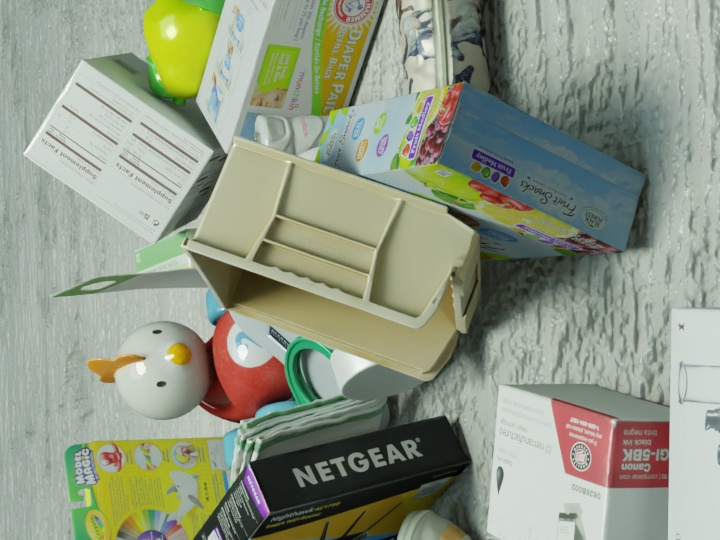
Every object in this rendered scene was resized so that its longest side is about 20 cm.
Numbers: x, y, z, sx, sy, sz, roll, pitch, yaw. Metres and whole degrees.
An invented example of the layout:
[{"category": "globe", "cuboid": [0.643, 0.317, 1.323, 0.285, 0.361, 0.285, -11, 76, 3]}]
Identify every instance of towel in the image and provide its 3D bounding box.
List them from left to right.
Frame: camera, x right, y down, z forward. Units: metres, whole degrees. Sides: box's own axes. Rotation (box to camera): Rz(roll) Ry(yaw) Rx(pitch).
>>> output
[{"category": "towel", "cuboid": [-0.049, 0.199, 1.587, 0.031, 0.148, 0.201, 44, 136, 42]}]

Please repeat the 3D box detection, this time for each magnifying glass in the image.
[{"category": "magnifying glass", "cuboid": [-0.028, 0.143, 1.635, 0.079, 0.022, 0.201, 20, 126, 37]}]

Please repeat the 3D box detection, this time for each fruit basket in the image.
[{"category": "fruit basket", "cuboid": [-0.151, -0.271, 1.765, 0.216, 0.214, 0.156, -65, 36, 37]}]

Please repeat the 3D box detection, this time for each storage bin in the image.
[{"category": "storage bin", "cuboid": [-0.013, -0.002, 1.396, 0.200, 0.197, 0.094, 74, -143, -75]}]

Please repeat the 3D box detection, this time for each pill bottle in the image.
[{"category": "pill bottle", "cuboid": [0.000, 0.000, 1.558, 0.110, 0.109, 0.201, -48, 52, 51]}]

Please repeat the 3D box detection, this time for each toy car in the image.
[{"category": "toy car", "cuboid": [-0.159, 0.090, 1.758, 0.177, 0.199, 0.186, 141, 125, -58]}]

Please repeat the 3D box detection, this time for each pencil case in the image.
[{"category": "pencil case", "cuboid": [0.066, -0.183, 1.478, 0.089, 0.077, 0.202, 119, 148, -76]}]

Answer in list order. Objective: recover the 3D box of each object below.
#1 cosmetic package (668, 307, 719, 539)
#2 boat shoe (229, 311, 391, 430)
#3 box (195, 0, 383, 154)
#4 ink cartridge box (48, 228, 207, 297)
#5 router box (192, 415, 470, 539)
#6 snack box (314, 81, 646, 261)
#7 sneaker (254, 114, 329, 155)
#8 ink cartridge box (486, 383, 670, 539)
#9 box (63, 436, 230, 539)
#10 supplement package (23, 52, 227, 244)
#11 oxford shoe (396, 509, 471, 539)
[{"category": "cosmetic package", "cuboid": [0.254, 0.124, 1.141, 0.151, 0.051, 0.202, 178, 93, -65]}, {"category": "boat shoe", "cuboid": [-0.033, 0.067, 1.662, 0.200, 0.070, 0.071, 40, 139, 27]}, {"category": "box", "cuboid": [-0.064, -0.213, 1.690, 0.102, 0.112, 0.201, 58, 137, 48]}, {"category": "ink cartridge box", "cuboid": [-0.199, -0.009, 1.843, 0.145, 0.199, 0.048, -18, 76, 61]}, {"category": "router box", "cuboid": [-0.028, 0.193, 1.505, 0.051, 0.199, 0.149, 62, 142, 24]}, {"category": "snack box", "cuboid": [0.081, -0.067, 1.344, 0.200, 0.168, 0.068, -1, 68, 63]}, {"category": "sneaker", "cuboid": [-0.041, -0.071, 1.680, 0.200, 0.099, 0.078, 87, 173, -60]}, {"category": "ink cartridge box", "cuboid": [0.158, 0.189, 1.283, 0.147, 0.082, 0.202, 12, 99, 61]}, {"category": "box", "cuboid": [-0.198, 0.229, 1.830, 0.048, 0.199, 0.118, -45, 50, 52]}, {"category": "supplement package", "cuboid": [-0.217, -0.125, 1.816, 0.111, 0.155, 0.200, -56, -1, 10]}, {"category": "oxford shoe", "cuboid": [0.056, 0.296, 1.495, 0.057, 0.075, 0.202, 10, 101, 25]}]
